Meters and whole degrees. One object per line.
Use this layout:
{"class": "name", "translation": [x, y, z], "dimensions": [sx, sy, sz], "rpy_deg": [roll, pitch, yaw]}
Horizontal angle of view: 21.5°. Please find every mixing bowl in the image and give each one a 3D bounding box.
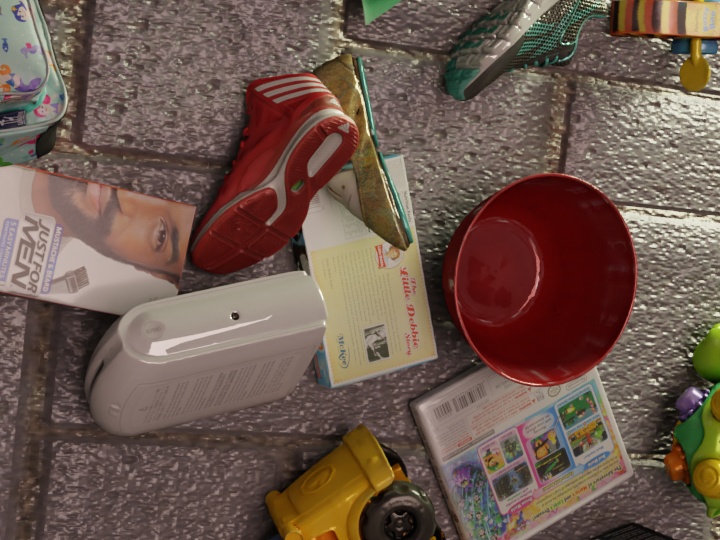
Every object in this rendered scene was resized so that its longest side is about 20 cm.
{"class": "mixing bowl", "translation": [0.153, 0.004, 1.815], "dimensions": [0.199, 0.108, 0.201], "rpy_deg": [-3, 96, -26]}

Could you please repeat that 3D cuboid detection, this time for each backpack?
{"class": "backpack", "translation": [-0.349, -0.169, 1.538], "dimensions": [0.199, 0.151, 0.178], "rpy_deg": [-12, 72, -17]}

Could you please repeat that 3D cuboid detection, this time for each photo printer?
{"class": "photo printer", "translation": [-0.142, 0.076, 1.657], "dimensions": [0.199, 0.167, 0.070], "rpy_deg": [-13, 66, -23]}

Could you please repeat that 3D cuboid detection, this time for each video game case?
{"class": "video game case", "translation": [0.163, 0.168, 1.883], "dimensions": [0.200, 0.024, 0.183], "rpy_deg": [-27, 106, -21]}

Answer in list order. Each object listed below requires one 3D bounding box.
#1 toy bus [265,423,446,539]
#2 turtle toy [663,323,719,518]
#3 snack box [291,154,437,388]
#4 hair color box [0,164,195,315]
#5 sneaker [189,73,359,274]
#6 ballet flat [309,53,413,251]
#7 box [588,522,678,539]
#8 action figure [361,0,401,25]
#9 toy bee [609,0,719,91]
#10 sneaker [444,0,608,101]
{"class": "toy bus", "translation": [-0.009, 0.277, 1.762], "dimensions": [0.192, 0.136, 0.200], "rpy_deg": [-33, 110, -5]}
{"class": "turtle toy", "translation": [0.374, 0.154, 1.936], "dimensions": [0.146, 0.101, 0.201], "rpy_deg": [18, 84, -49]}
{"class": "snack box", "translation": [0.000, 0.000, 1.782], "dimensions": [0.116, 0.037, 0.201], "rpy_deg": [-14, 100, -23]}
{"class": "hair color box", "translation": [-0.254, -0.025, 1.647], "dimensions": [0.199, 0.064, 0.111], "rpy_deg": [12, 89, -27]}
{"class": "sneaker", "translation": [-0.089, -0.095, 1.722], "dimensions": [0.200, 0.116, 0.078], "rpy_deg": [-42, 134, 16]}
{"class": "ballet flat", "translation": [-0.006, -0.102, 1.725], "dimensions": [0.070, 0.071, 0.201], "rpy_deg": [-7, 69, -24]}
{"class": "box", "translation": [0.292, 0.375, 1.865], "dimensions": [0.117, 0.200, 0.197], "rpy_deg": [-16, 101, -23]}
{"class": "action figure", "translation": [0.070, -0.314, 1.777], "dimensions": [0.199, 0.055, 0.119], "rpy_deg": [-20, 101, -18]}
{"class": "toy bee", "translation": [0.355, -0.256, 1.888], "dimensions": [0.199, 0.109, 0.131], "rpy_deg": [-22, 102, -22]}
{"class": "sneaker", "translation": [0.167, -0.223, 1.823], "dimensions": [0.200, 0.078, 0.091], "rpy_deg": [-45, 115, -13]}
